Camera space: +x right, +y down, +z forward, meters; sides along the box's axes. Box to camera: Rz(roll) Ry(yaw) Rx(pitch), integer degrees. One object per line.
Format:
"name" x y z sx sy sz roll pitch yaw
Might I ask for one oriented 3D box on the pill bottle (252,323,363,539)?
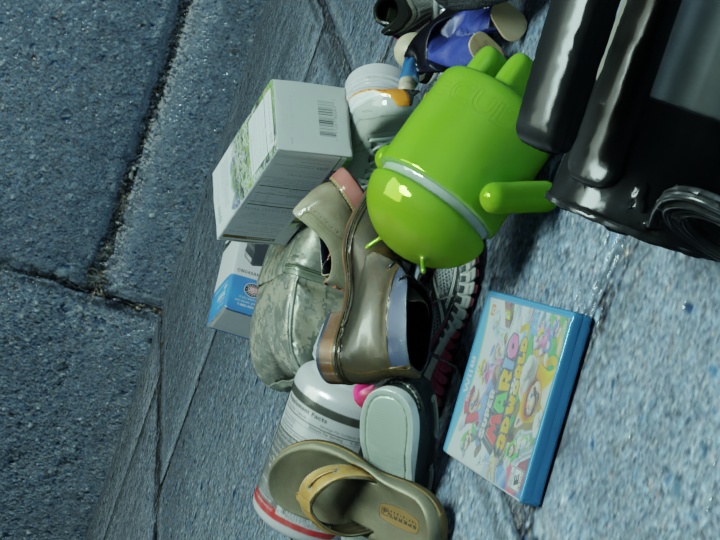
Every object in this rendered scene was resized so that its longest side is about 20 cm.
"pill bottle" -0.024 0.158 1.441 0.114 0.113 0.201 -120 48 -71

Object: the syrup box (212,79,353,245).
"syrup box" -0.082 -0.104 1.464 0.200 0.081 0.079 131 139 -57

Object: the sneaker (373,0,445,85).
"sneaker" 0.057 -0.274 1.604 0.200 0.087 0.074 90 -175 -65

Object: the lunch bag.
"lunch bag" -0.045 0.049 1.590 0.168 0.139 0.200 -70 14 -12

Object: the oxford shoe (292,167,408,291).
"oxford shoe" 0.000 0.000 1.397 0.075 0.200 0.070 -32 24 -6

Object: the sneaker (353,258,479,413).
"sneaker" 0.055 0.044 1.344 0.081 0.074 0.201 178 108 -76

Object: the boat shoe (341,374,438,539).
"boat shoe" 0.032 0.187 1.302 0.060 0.075 0.201 -25 -47 -53

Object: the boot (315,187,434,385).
"boot" 0.034 0.008 1.289 0.097 0.075 0.201 2 71 39

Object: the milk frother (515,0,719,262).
"milk frother" 0.209 -0.097 0.825 0.200 0.180 0.189 25 101 33

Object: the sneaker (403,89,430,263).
"sneaker" 0.072 -0.086 1.456 0.085 0.078 0.201 115 174 -56

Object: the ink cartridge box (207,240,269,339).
"ink cartridge box" -0.099 -0.010 1.869 0.084 0.144 0.201 135 149 -60

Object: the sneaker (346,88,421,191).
"sneaker" 0.013 -0.111 1.448 0.200 0.075 0.092 134 132 -63

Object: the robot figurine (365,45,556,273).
"robot figurine" 0.083 -0.089 1.229 0.175 0.116 0.200 25 76 51

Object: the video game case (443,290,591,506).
"video game case" 0.118 0.094 1.150 0.200 0.018 0.144 -163 89 -77

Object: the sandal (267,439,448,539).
"sandal" -0.013 0.201 1.264 0.199 0.054 0.081 15 114 40

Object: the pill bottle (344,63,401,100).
"pill bottle" 0.016 -0.132 1.631 0.109 0.108 0.201 122 159 -48

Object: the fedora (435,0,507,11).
"fedora" 0.121 -0.300 1.375 0.201 0.200 0.092 -120 14 -72

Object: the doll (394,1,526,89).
"doll" 0.084 -0.227 1.478 0.137 0.048 0.200 -55 23 -10
